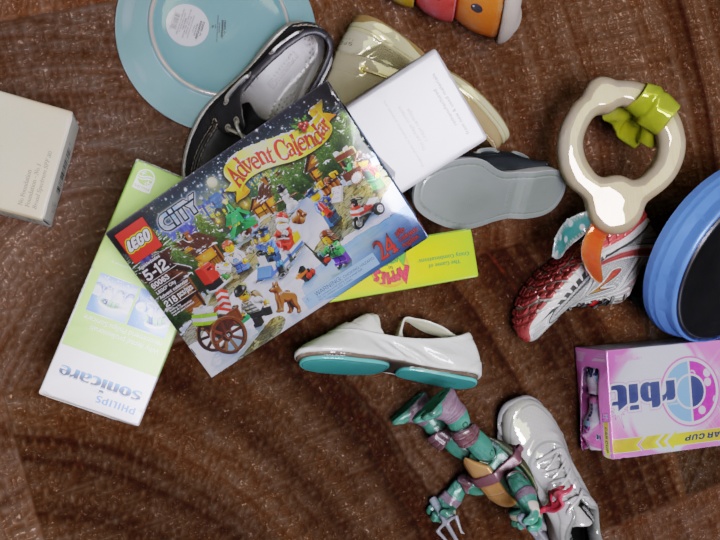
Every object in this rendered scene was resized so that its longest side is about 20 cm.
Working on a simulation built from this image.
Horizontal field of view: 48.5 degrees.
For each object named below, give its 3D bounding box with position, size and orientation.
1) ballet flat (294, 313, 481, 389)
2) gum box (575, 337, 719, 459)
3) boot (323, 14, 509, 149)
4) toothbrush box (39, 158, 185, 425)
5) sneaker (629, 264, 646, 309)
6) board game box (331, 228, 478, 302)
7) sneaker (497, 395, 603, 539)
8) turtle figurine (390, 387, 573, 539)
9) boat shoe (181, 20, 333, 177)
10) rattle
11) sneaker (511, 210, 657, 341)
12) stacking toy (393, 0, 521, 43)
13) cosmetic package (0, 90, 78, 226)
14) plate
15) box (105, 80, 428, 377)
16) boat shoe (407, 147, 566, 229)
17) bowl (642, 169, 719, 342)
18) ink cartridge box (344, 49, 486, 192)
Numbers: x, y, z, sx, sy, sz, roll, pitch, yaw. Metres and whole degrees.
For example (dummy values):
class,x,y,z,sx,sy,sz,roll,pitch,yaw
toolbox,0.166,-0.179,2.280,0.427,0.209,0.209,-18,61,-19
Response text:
class,x,y,z,sx,sy,sz,roll,pitch,yaw
ballet flat,0.029,0.077,0.805,0.200,0.069,0.070,9,86,-19
gum box,0.332,0.135,0.875,0.200,0.066,0.114,-3,88,-15
boot,0.039,-0.137,0.805,0.200,0.073,0.156,32,85,-18
toothbrush box,-0.193,0.019,0.699,0.086,0.146,0.200,21,84,-13
sneaker,0.394,0.001,0.895,0.200,0.074,0.088,-35,102,-14
board game box,0.000,0.000,0.773,0.200,0.102,0.048,-9,90,-15
sneaker,0.206,0.224,0.834,0.075,0.081,0.200,-24,93,-12
turtle figurine,0.121,0.208,0.793,0.200,0.150,0.101,51,49,-2
boat shoe,-0.096,-0.149,0.756,0.074,0.060,0.200,40,92,-26
rattle,0.249,-0.095,0.841,0.130,0.143,0.200,7,98,-14
sneaker,0.247,0.013,0.852,0.200,0.078,0.082,-37,99,-13
stacking toy,0.064,-0.307,0.806,0.199,0.146,0.147,3,87,4
cosmetic package,-0.361,-0.114,0.697,0.200,0.073,0.104,14,85,-15
plate,-0.138,-0.236,0.784,0.200,0.026,0.201,0,89,-15
box,-0.069,-0.030,0.605,0.200,0.038,0.137,-33,101,7
boat shoe,0.118,-0.085,0.802,0.200,0.060,0.076,1,117,-38
bowl,0.379,-0.014,0.821,0.200,0.039,0.201,-16,126,-24
ink cartridge box,-0.006,-0.096,0.685,0.200,0.145,0.084,-32,100,6
